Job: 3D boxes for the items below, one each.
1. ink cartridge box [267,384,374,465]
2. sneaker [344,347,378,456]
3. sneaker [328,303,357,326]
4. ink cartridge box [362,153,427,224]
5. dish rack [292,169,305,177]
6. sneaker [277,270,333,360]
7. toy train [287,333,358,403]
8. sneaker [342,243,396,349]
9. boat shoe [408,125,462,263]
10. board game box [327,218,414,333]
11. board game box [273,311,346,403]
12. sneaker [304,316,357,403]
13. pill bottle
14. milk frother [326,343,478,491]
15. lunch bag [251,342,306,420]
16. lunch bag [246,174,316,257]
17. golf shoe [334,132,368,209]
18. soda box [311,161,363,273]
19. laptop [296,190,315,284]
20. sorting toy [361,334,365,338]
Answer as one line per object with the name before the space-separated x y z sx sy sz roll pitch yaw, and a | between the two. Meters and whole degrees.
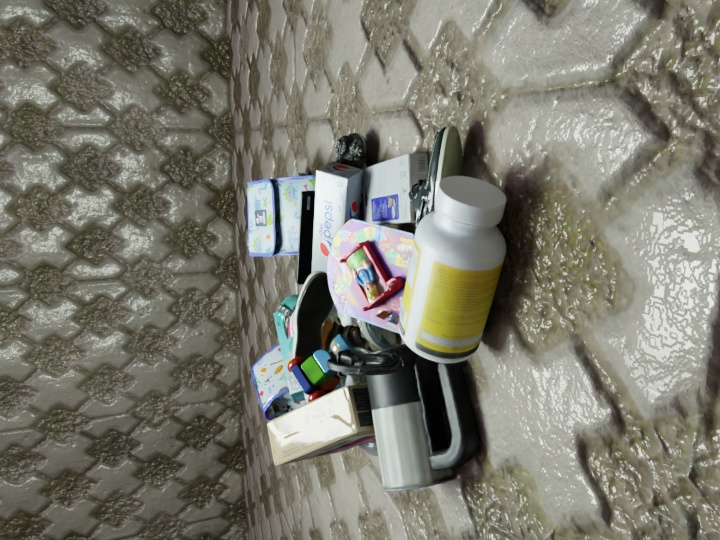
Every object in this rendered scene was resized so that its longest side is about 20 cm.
ink cartridge box | -0.033 0.255 0.961 0.197 0.162 0.078 -31 64 33
sneaker | 0.011 0.234 1.074 0.202 0.071 0.119 -120 29 -53
sneaker | -0.050 0.062 1.126 0.200 0.068 0.084 -165 71 -73
ink cartridge box | 0.053 -0.127 0.941 0.199 0.038 0.104 -170 77 -68
dish rack | -0.139 -0.143 1.471 0.202 0.042 0.176 -117 29 -48
sneaker | -0.106 0.070 1.096 0.121 0.081 0.206 51 134 49
toy train | -0.044 0.182 1.046 0.085 0.115 0.200 51 -179 23
sneaker | 0.033 0.038 0.972 0.084 0.077 0.207 -11 102 30
boat shoe | 0.094 -0.089 0.765 0.064 0.074 0.206 14 120 31
board game box | 0.015 0.011 0.910 0.195 0.038 0.164 16 107 30
board game box | -0.099 0.164 1.247 0.048 0.146 0.204 79 173 -54
sneaker | -0.061 0.175 1.163 0.078 0.075 0.206 -33 36 63
pill bottle | 0.112 -0.001 0.691 0.113 0.108 0.206 -122 34 -52
milk frother | 0.044 0.204 0.799 0.180 0.193 0.195 142 122 -61
lunch bag | -0.146 0.247 1.319 0.171 0.194 0.128 -129 24 -56
lunch bag | -0.167 -0.121 1.303 0.127 0.192 0.177 -9 -82 -75
golf shoe | -0.020 -0.159 1.092 0.095 0.075 0.206 -55 -16 -62
soda box | -0.043 -0.085 1.040 0.066 0.063 0.207 17 120 23
laptop | -0.085 -0.085 1.184 0.200 0.099 0.184 -121 35 -71
sorting toy | 0.000 0.000 1.126 0.201 0.035 0.192 -120 32 -59
